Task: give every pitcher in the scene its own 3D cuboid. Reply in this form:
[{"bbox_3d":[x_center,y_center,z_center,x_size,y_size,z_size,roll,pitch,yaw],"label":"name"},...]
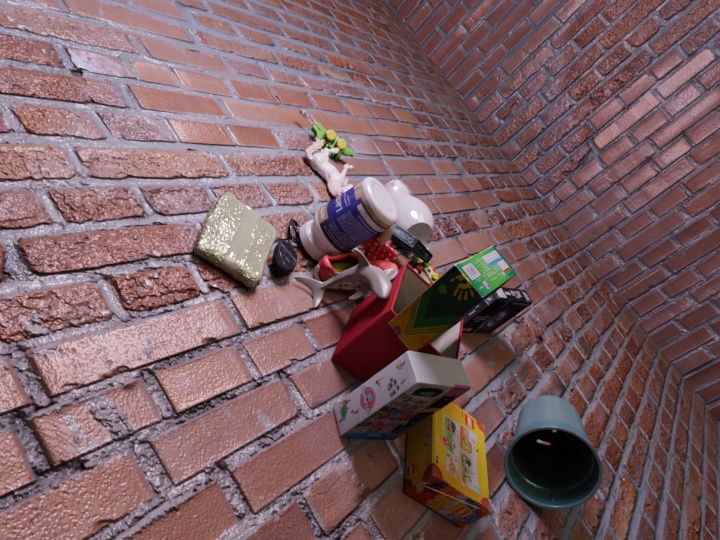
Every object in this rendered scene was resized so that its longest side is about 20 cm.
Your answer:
[{"bbox_3d":[0.145,-0.145,1.584,0.172,0.121,0.200,41,18,-38],"label":"pitcher"}]

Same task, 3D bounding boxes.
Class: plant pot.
[{"bbox_3d":[0.435,0.396,1.272,0.200,0.200,0.196,48,23,0],"label":"plant pot"}]

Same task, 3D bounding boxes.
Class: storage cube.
[{"bbox_3d":[0.079,0.132,1.115,0.171,0.180,0.200,42,31,-11],"label":"storage cube"}]

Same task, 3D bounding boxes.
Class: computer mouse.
[{"bbox_3d":[-0.156,-0.051,1.175,0.059,0.034,0.200,52,20,-23],"label":"computer mouse"}]

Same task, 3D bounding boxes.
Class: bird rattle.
[{"bbox_3d":[0.010,-0.092,1.313,0.200,0.163,0.113,37,50,-2],"label":"bird rattle"}]

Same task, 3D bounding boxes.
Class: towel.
[{"bbox_3d":[-0.237,-0.064,1.077,0.148,0.036,0.200,35,33,-20],"label":"towel"}]

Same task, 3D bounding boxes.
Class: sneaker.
[{"bbox_3d":[0.000,0.000,1.203,0.199,0.085,0.077,-1,56,-24],"label":"sneaker"}]

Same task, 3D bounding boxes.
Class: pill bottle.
[{"bbox_3d":[-0.029,-0.105,1.210,0.116,0.200,0.116,44,28,-31],"label":"pill bottle"}]

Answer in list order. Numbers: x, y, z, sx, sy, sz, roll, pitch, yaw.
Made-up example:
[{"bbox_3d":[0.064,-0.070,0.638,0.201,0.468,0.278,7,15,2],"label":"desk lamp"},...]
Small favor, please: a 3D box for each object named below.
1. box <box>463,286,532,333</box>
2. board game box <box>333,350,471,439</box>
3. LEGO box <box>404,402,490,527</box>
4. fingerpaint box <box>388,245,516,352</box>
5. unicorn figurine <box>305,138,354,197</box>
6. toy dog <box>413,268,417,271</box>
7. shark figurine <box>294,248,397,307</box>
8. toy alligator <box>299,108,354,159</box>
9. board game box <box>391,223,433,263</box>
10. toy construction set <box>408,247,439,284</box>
[{"bbox_3d":[0.349,0.108,1.499,0.200,0.160,0.044,9,47,-48],"label":"box"},{"bbox_3d":[0.072,0.225,0.981,0.147,0.200,0.064,17,43,-40],"label":"board game box"},{"bbox_3d":[0.167,0.356,1.073,0.149,0.077,0.200,38,32,-18],"label":"LEGO box"},{"bbox_3d":[0.168,0.049,0.983,0.073,0.167,0.200,52,30,11],"label":"fingerpaint box"},{"bbox_3d":[-0.070,-0.260,1.482,0.200,0.074,0.137,35,40,5],"label":"unicorn figurine"},{"bbox_3d":[0.113,0.041,1.326,0.200,0.096,0.132,-10,61,-49],"label":"toy dog"},{"bbox_3d":[-0.017,0.002,1.109,0.128,0.214,0.090,-47,124,-43],"label":"shark figurine"},{"bbox_3d":[-0.105,-0.372,1.573,0.200,0.059,0.054,36,73,-19],"label":"toy alligator"},{"bbox_3d":[0.084,-0.098,1.411,0.200,0.028,0.135,37,1,28],"label":"board game box"},{"bbox_3d":[0.194,0.014,1.474,0.131,0.092,0.200,-28,69,-34],"label":"toy construction set"}]
